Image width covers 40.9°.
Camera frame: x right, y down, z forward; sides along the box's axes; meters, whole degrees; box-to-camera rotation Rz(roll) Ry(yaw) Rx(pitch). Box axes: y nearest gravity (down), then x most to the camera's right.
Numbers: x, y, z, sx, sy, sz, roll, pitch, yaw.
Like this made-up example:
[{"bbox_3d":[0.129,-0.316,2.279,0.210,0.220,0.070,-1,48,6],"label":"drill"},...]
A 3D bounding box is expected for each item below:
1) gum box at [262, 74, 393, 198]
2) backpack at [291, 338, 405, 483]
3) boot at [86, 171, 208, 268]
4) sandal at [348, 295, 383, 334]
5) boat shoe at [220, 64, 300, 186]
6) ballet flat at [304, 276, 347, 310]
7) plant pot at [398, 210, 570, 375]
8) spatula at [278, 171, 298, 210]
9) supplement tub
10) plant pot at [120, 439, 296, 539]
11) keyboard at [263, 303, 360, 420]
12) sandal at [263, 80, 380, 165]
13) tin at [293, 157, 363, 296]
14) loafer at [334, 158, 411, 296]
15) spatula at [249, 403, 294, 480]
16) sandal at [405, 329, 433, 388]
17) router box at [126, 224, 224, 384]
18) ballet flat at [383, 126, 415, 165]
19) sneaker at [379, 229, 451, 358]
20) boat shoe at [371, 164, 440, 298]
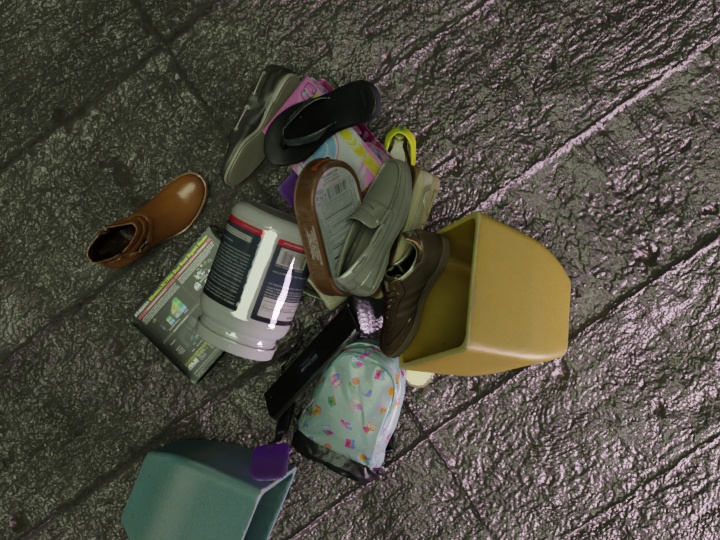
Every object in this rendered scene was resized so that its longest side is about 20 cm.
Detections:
[{"bbox_3d":[-0.048,-0.186,1.450,0.114,0.066,0.201,-46,74,21],"label":"gum box"},{"bbox_3d":[-0.004,0.206,1.464,0.165,0.127,0.203,23,97,2],"label":"backpack"},{"bbox_3d":[-0.324,-0.078,1.464,0.199,0.155,0.077,-35,89,5],"label":"boot"},{"bbox_3d":[-0.001,0.001,1.473,0.075,0.043,0.203,-13,116,-29],"label":"sandal"},{"bbox_3d":[-0.165,-0.227,1.499,0.057,0.067,0.202,32,90,28],"label":"boat shoe"},{"bbox_3d":[-0.103,-0.013,1.498,0.199,0.067,0.063,40,107,3],"label":"ballet flat"},{"bbox_3d":[0.193,0.056,1.398,0.197,0.194,0.199,16,71,-23],"label":"plant pot"},{"bbox_3d":[-0.047,-0.073,1.510,0.200,0.021,0.056,46,107,-1],"label":"spatula"},{"bbox_3d":[-0.150,0.013,1.398,0.139,0.140,0.203,22,96,3],"label":"supplement tub"},{"bbox_3d":[-0.242,0.361,1.466,0.198,0.196,0.198,23,94,12],"label":"plant pot"},{"bbox_3d":[-0.077,0.132,1.473,0.021,0.127,0.200,38,102,-27],"label":"keyboard"},{"bbox_3d":[-0.065,-0.217,1.385,0.198,0.043,0.077,-27,82,26],"label":"sandal"},{"bbox_3d":[-0.035,-0.058,1.360,0.041,0.111,0.203,10,122,43],"label":"tin"},{"bbox_3d":[0.017,-0.065,1.338,0.069,0.069,0.203,5,73,45],"label":"loafer"},{"bbox_3d":[-0.123,0.247,1.440,0.056,0.200,0.021,-7,112,9],"label":"spatula"},{"bbox_3d":[0.088,0.078,1.482,0.076,0.070,0.216,6,93,4],"label":"sandal"},{"bbox_3d":[-0.243,0.053,1.510,0.150,0.062,0.200,43,95,0],"label":"router box"},{"bbox_3d":[0.049,-0.121,1.479,0.066,0.067,0.204,7,93,0],"label":"ballet flat"},{"bbox_3d":[0.056,0.029,1.381,0.075,0.071,0.202,15,111,-23],"label":"sneaker"},{"bbox_3d":[0.065,-0.051,1.426,0.064,0.072,0.203,17,92,-34],"label":"boat shoe"}]
